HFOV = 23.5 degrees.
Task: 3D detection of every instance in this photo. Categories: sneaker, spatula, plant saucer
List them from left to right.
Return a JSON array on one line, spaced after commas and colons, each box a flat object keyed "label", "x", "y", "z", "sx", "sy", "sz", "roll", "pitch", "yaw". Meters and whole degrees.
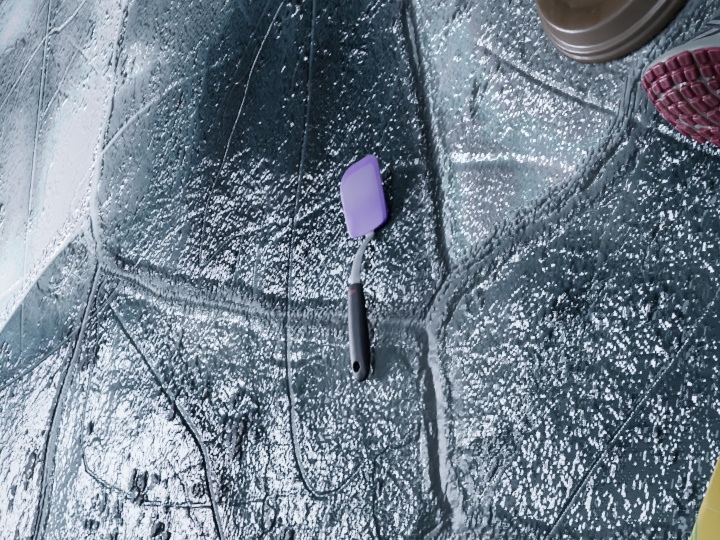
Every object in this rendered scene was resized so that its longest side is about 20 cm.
[{"label": "spatula", "x": 0.000, "y": 0.000, "z": 1.473, "sx": 0.056, "sy": 0.020, "sz": 0.201, "roll": -27, "pitch": 53, "yaw": 46}, {"label": "plant saucer", "x": 0.194, "y": -0.255, "z": 1.306, "sx": 0.200, "sy": 0.029, "sz": 0.201, "roll": -33, "pitch": 48, "yaw": 46}, {"label": "sneaker", "x": 0.265, "y": -0.143, "z": 1.106, "sx": 0.200, "sy": 0.081, "sz": 0.075, "roll": -26, "pitch": 24, "yaw": 49}]

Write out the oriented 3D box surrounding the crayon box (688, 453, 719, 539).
[{"label": "crayon box", "x": 0.257, "y": 0.190, "z": 0.943, "sx": 0.200, "sy": 0.058, "sz": 0.173, "roll": 18, "pitch": 89, "yaw": 58}]
